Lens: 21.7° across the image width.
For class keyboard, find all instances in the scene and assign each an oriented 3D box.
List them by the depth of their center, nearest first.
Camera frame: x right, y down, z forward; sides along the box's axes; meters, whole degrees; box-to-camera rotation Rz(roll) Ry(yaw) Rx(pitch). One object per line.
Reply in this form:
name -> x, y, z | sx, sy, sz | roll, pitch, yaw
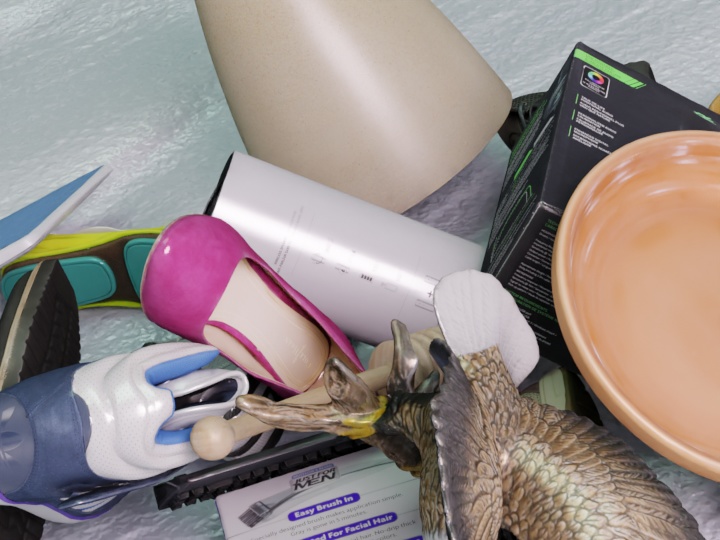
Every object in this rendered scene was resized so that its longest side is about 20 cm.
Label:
keyboard -> -0.020, 0.100, 1.051 | 0.199, 0.021, 0.127 | -15, -6, -15

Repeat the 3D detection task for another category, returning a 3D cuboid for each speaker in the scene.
speaker -> 0.000, 0.000, 1.112 | 0.199, 0.081, 0.081 | 20, 32, -7

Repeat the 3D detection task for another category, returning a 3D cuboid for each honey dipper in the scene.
honey dipper -> -0.016, 0.066, 1.004 | 0.038, 0.038, 0.200 | 13, 18, 37

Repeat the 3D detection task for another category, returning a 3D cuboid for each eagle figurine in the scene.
eagle figurine -> 0.060, 0.099, 0.857 | 0.151, 0.152, 0.200 | -24, 22, -23

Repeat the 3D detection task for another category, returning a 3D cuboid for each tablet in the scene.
tablet -> -0.252, -0.020, 1.327 | 0.130, 0.014, 0.200 | -26, 11, 15

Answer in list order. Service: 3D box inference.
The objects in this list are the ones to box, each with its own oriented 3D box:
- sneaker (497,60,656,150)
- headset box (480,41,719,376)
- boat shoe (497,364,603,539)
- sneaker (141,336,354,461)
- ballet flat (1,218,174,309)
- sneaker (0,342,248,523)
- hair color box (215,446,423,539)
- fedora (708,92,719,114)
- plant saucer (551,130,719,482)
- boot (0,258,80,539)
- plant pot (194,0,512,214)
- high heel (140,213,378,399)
sneaker -> 0.148, -0.090, 1.264 | 0.114, 0.076, 0.199 | -23, 8, 13
headset box -> 0.170, -0.021, 1.081 | 0.174, 0.093, 0.200 | 27, 35, -4
boat shoe -> 0.096, 0.128, 0.981 | 0.066, 0.072, 0.201 | -27, 26, 20
sneaker -> -0.078, 0.040, 1.181 | 0.115, 0.075, 0.200 | 0, 33, 30
ballet flat -> -0.154, -0.007, 1.294 | 0.199, 0.067, 0.067 | -2, 31, 22
sneaker -> -0.116, 0.086, 1.018 | 0.146, 0.081, 0.200 | -13, -9, 17
hair color box -> -0.001, 0.176, 0.940 | 0.109, 0.065, 0.200 | -17, 33, -3
fedora -> 0.287, -0.088, 1.225 | 0.200, 0.082, 0.201 | -11, 31, 6
plant saucer -> 0.186, 0.022, 0.942 | 0.199, 0.037, 0.201 | 9, 58, -14
boot -> -0.246, 0.082, 1.095 | 0.138, 0.078, 0.201 | -3, 49, 16
plant pot -> -0.026, -0.152, 1.289 | 0.187, 0.200, 0.187 | -30, 21, 13
high heel -> -0.050, 0.031, 1.006 | 0.096, 0.200, 0.067 | 28, 76, 21
